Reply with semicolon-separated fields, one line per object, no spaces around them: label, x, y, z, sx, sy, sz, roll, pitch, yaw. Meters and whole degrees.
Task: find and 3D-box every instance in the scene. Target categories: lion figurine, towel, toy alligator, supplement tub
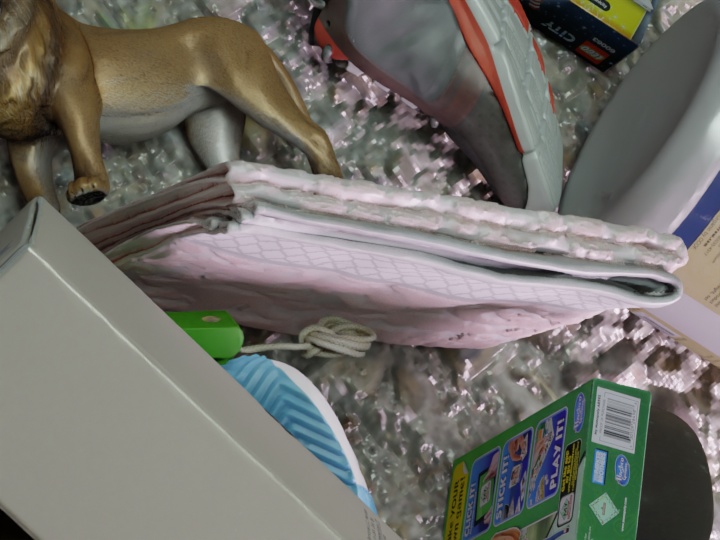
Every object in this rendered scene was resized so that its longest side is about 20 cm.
lion figurine;-0.095;-0.077;1.216;0.200;0.072;0.123;4;63;-38
towel;0.000;0.000;1.153;0.199;0.191;0.032;9;78;-24
toy alligator;-0.089;0.040;1.118;0.199;0.059;0.054;5;113;-26
supplement tub;0.201;-0.013;1.278;0.200;0.144;0.145;32;63;-12

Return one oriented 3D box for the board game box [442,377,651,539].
board game box;0.063;0.156;1.163;0.029;0.135;0.201;17;66;-19

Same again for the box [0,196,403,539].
box;-0.072;0.074;1.040;0.082;0.068;0.200;-42;103;10

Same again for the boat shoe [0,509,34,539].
boat shoe;-0.162;0.148;1.031;0.200;0.074;0.067;-38;118;-47

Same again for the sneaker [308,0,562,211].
sneaker;0.022;-0.106;1.280;0.200;0.082;0.077;62;18;-13

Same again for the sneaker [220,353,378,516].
sneaker;-0.019;0.118;1.136;0.076;0.081;0.200;-15;113;9

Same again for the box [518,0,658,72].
box;0.063;-0.201;1.338;0.200;0.038;0.137;32;63;-12

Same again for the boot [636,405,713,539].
boot;0.105;0.145;1.233;0.073;0.076;0.200;9;49;3
